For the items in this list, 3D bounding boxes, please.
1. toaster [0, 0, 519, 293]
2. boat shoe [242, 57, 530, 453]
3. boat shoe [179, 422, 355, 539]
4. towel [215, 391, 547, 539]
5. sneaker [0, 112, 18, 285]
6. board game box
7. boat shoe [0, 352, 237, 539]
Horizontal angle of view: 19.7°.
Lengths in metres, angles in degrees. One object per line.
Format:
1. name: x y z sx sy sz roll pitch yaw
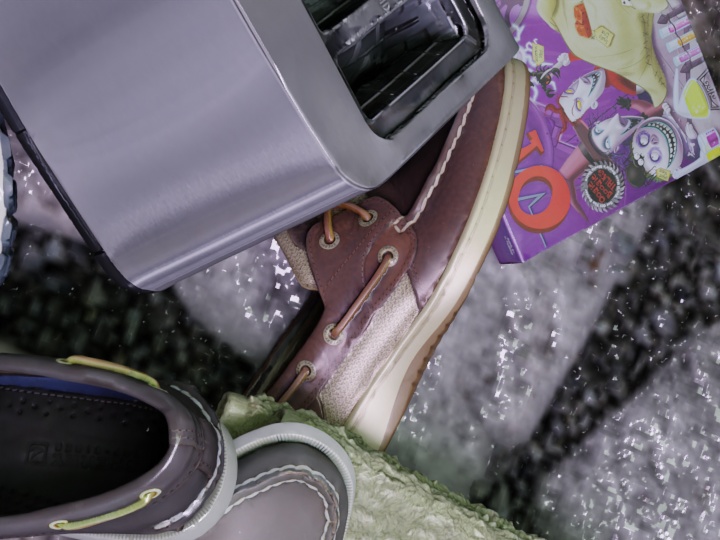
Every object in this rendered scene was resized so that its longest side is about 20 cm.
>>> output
1. toaster: -0.055 -0.109 0.714 0.182 0.118 0.200 61 35 -11
2. boat shoe: 0.000 0.000 0.802 0.072 0.072 0.201 26 95 -9
3. boat shoe: -0.069 0.143 0.733 0.072 0.060 0.202 35 105 -12
4. towel: 0.003 0.141 0.790 0.199 0.037 0.149 30 108 -14
5. sneaker: -0.180 -0.081 0.735 0.086 0.078 0.202 -19 90 -10
6. board game box: 0.071 -0.119 0.861 0.119 0.032 0.201 -27 100 -17
7. boat shoe: -0.144 0.058 0.699 0.199 0.061 0.072 -1 71 9
